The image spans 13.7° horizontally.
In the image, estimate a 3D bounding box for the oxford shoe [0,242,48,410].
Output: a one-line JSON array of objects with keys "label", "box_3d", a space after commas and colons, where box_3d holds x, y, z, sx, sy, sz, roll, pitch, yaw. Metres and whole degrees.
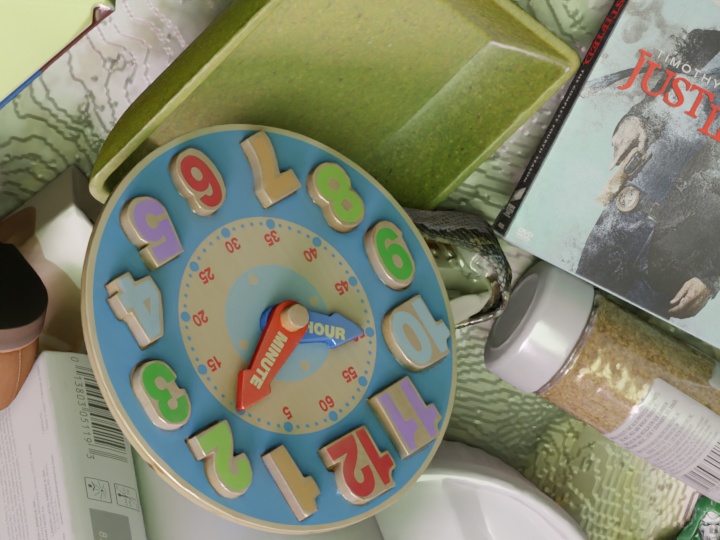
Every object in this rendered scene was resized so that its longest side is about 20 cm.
[{"label": "oxford shoe", "box_3d": [-0.211, -0.007, 1.477, 0.071, 0.200, 0.071, -7, 131, -23]}]

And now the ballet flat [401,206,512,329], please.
[{"label": "ballet flat", "box_3d": [0.000, 0.000, 1.500, 0.200, 0.072, 0.072, 4, 111, -39]}]

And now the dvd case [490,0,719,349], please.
[{"label": "dvd case", "box_3d": [0.176, -0.076, 1.540, 0.146, 0.022, 0.200, 27, 94, -17]}]

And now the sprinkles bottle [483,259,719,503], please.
[{"label": "sprinkles bottle", "box_3d": [0.163, 0.071, 1.582, 0.200, 0.068, 0.068, 31, 103, -13]}]

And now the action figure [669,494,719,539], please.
[{"label": "action figure", "box_3d": [0.194, 0.216, 1.642, 0.118, 0.055, 0.201, -5, 104, 0]}]

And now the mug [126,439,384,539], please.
[{"label": "mug", "box_3d": [-0.083, 0.115, 1.471, 0.186, 0.150, 0.154, -11, 64, -3]}]

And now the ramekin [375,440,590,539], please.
[{"label": "ramekin", "box_3d": [0.032, 0.182, 1.595, 0.202, 0.094, 0.203, -1, 108, -3]}]

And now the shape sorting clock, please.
[{"label": "shape sorting clock", "box_3d": [-0.038, 0.025, 1.408, 0.199, 0.039, 0.201, 11, 69, -31]}]

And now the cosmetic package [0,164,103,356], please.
[{"label": "cosmetic package", "box_3d": [-0.191, 0.051, 1.549, 0.200, 0.071, 0.105, -39, 107, 8]}]

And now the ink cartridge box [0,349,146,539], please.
[{"label": "ink cartridge box", "box_3d": [-0.172, 0.160, 1.452, 0.050, 0.161, 0.200, 15, 132, -30]}]

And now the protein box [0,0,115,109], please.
[{"label": "protein box", "box_3d": [-0.226, -0.173, 1.407, 0.135, 0.200, 0.199, -39, 106, 8]}]

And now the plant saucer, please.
[{"label": "plant saucer", "box_3d": [-0.018, -0.087, 1.489, 0.200, 0.048, 0.200, -44, 142, 12]}]
